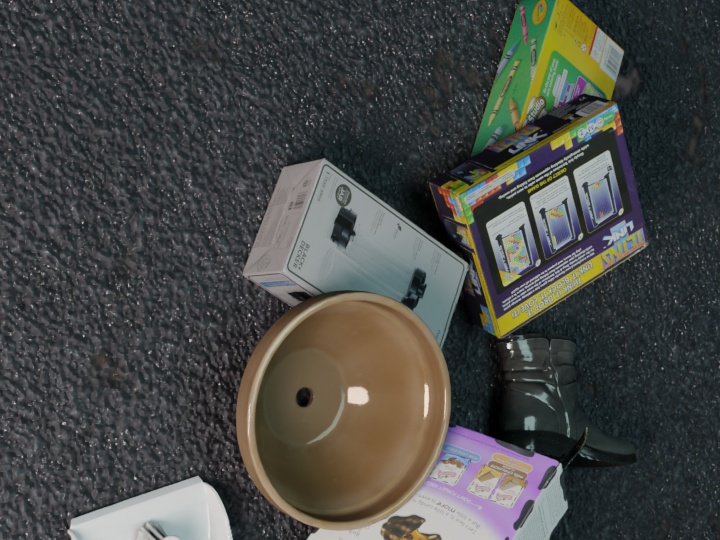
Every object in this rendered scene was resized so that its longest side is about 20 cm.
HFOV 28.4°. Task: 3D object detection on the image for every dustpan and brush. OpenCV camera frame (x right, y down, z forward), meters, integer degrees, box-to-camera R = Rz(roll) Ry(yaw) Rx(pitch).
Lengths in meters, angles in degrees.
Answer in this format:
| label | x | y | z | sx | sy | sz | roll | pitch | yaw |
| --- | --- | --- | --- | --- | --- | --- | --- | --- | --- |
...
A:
| label | x | y | z | sx | sy | sz | roll | pitch | yaw |
| --- | --- | --- | --- | --- | --- | --- | --- | --- | --- |
| dustpan and brush | -0.145 | 0.279 | 1.132 | 0.139 | 0.057 | 0.201 | -14 | 95 | -41 |

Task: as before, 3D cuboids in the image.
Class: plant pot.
| label | x | y | z | sx | sy | sz | roll | pitch | yaw |
| --- | --- | --- | --- | --- | --- | --- | --- | --- | --- |
| plant pot | -0.029 | 0.114 | 1.217 | 0.200 | 0.093 | 0.202 | -4 | 97 | -33 |

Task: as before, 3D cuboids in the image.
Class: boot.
| label | x | y | z | sx | sy | sz | roll | pitch | yaw |
| --- | --- | --- | --- | --- | --- | --- | --- | --- | --- |
| boot | 0.217 | 0.132 | 1.464 | 0.200 | 0.070 | 0.132 | 17 | 70 | -44 |

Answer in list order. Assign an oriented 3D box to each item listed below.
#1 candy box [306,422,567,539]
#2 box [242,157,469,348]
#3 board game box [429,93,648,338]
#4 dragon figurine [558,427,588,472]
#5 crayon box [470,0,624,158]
| label | x | y | z | sx | sy | sz | roll | pitch | yaw |
| --- | --- | --- | --- | --- | --- | --- | --- | --- | --- |
| candy box | 0.060 | 0.234 | 1.240 | 0.200 | 0.167 | 0.072 | -51 | 143 | -31 |
| box | 0.000 | 0.000 | 1.286 | 0.200 | 0.060 | 0.117 | 33 | 65 | -34 |
| board game box | 0.179 | -0.055 | 1.395 | 0.200 | 0.057 | 0.166 | -30 | 120 | -21 |
| dragon figurine | 0.140 | 0.228 | 1.338 | 0.059 | 0.199 | 0.100 | 56 | 16 | -25 |
| crayon box | 0.196 | -0.172 | 1.476 | 0.119 | 0.058 | 0.201 | 33 | 65 | -34 |
